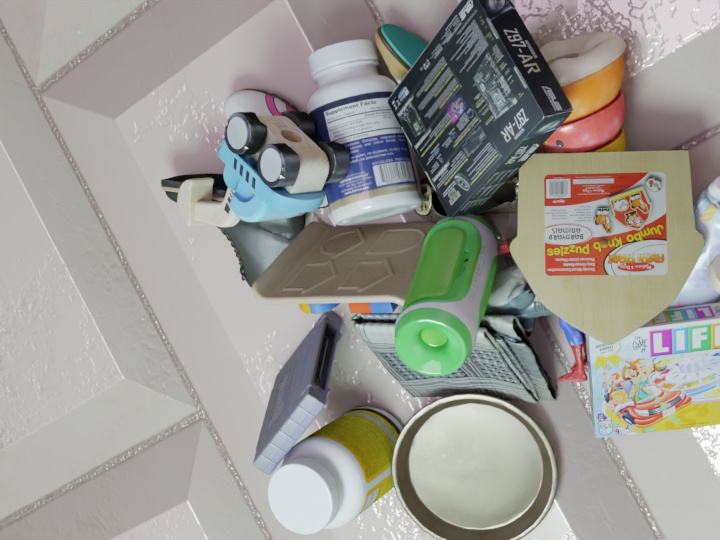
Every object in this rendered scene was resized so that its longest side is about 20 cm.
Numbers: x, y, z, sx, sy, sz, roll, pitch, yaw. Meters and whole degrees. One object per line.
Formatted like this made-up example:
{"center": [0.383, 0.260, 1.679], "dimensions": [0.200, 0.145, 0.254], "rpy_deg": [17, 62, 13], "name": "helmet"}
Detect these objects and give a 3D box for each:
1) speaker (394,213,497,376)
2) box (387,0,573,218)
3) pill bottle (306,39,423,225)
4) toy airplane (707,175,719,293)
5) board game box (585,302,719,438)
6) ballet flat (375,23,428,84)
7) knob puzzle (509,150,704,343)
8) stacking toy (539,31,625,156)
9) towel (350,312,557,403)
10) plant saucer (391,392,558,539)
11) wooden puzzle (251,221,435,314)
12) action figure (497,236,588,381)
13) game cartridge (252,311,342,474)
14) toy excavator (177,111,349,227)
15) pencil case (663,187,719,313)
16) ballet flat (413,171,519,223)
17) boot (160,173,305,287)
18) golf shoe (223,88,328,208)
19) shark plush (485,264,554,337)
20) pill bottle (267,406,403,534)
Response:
{"center": [0.093, 0.021, 1.321], "dimensions": [0.088, 0.200, 0.089], "rpy_deg": [8, 127, 11], "name": "speaker"}
{"center": [0.119, -0.173, 1.310], "dimensions": [0.160, 0.043, 0.200], "rpy_deg": [63, 145, 17], "name": "box"}
{"center": [-0.001, -0.161, 1.456], "dimensions": [0.111, 0.111, 0.200], "rpy_deg": [-15, 84, 28], "name": "pill bottle"}
{"center": [0.432, -0.035, 1.205], "dimensions": [0.141, 0.199, 0.200], "rpy_deg": [-19, 49, 62], "name": "toy airplane"}
{"center": [0.343, 0.104, 1.324], "dimensions": [0.200, 0.034, 0.135], "rpy_deg": [-7, 117, 5], "name": "board game box"}
{"center": [0.087, -0.206, 1.437], "dimensions": [0.200, 0.069, 0.063], "rpy_deg": [39, 128, 16], "name": "ballet flat"}
{"center": [0.255, -0.023, 1.298], "dimensions": [0.219, 0.030, 0.220], "rpy_deg": [-1, 80, 9], "name": "knob puzzle"}
{"center": [0.242, -0.145, 1.351], "dimensions": [0.146, 0.146, 0.200], "rpy_deg": [-14, 110, 28], "name": "stacking toy"}
{"center": [0.112, 0.106, 1.432], "dimensions": [0.200, 0.193, 0.035], "rpy_deg": [-1, 57, 26], "name": "towel"}
{"center": [0.137, 0.238, 1.496], "dimensions": [0.200, 0.029, 0.200], "rpy_deg": [3, 105, 10], "name": "plant saucer"}
{"center": [0.000, 0.000, 1.459], "dimensions": [0.200, 0.185, 0.046], "rpy_deg": [3, 120, 25], "name": "wooden puzzle"}
{"center": [0.209, 0.023, 1.421], "dimensions": [0.099, 0.065, 0.200], "rpy_deg": [-1, 101, 28], "name": "action figure"}
{"center": [-0.074, 0.147, 1.517], "dimensions": [0.038, 0.200, 0.130], "rpy_deg": [28, 116, -9], "name": "game cartridge"}
{"center": [-0.130, -0.097, 1.444], "dimensions": [0.194, 0.100, 0.200], "rpy_deg": [45, 125, 32], "name": "toy excavator"}
{"center": [0.343, 0.006, 1.339], "dimensions": [0.091, 0.083, 0.200], "rpy_deg": [34, 114, -9], "name": "pencil case"}
{"center": [0.131, -0.087, 1.427], "dimensions": [0.200, 0.046, 0.068], "rpy_deg": [1, 96, 42], "name": "ballet flat"}
{"center": [-0.165, -0.045, 1.591], "dimensions": [0.200, 0.077, 0.139], "rpy_deg": [13, 110, 25], "name": "boot"}
{"center": [-0.099, -0.152, 1.522], "dimensions": [0.200, 0.092, 0.073], "rpy_deg": [41, 122, 16], "name": "golf shoe"}
{"center": [0.167, 0.051, 1.380], "dimensions": [0.083, 0.091, 0.200], "rpy_deg": [37, 121, -21], "name": "shark plush"}
{"center": [-0.027, 0.242, 1.504], "dimensions": [0.112, 0.200, 0.113], "rpy_deg": [5, 102, 25], "name": "pill bottle"}
